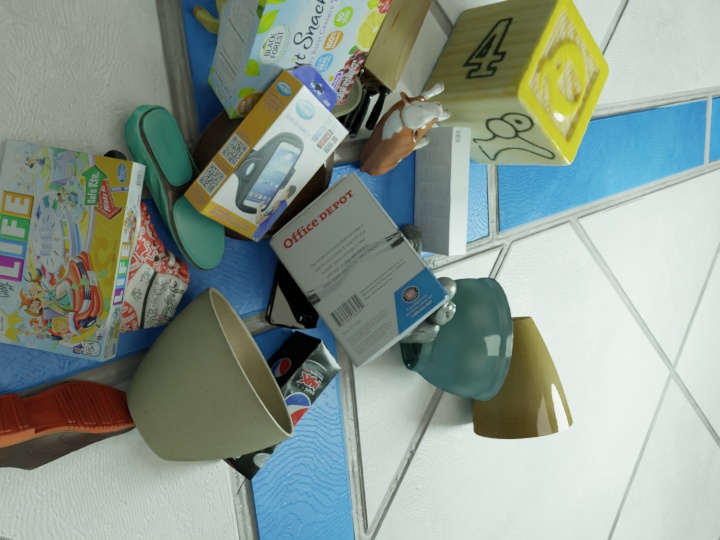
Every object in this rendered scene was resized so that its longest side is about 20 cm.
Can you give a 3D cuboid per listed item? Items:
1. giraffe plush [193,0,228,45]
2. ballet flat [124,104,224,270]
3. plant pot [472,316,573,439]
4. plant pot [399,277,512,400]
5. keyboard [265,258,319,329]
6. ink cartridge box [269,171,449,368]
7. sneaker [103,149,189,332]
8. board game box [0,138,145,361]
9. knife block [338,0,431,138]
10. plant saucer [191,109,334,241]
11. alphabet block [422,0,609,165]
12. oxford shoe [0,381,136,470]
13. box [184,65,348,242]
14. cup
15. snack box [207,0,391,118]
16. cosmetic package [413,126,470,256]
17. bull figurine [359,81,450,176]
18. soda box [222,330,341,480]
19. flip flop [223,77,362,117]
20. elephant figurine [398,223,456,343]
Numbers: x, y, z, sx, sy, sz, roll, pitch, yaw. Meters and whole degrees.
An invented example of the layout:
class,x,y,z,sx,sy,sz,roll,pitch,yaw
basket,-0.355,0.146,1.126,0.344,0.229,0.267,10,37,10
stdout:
class,x,y,z,sx,sy,sz,roll,pitch,yaw
giraffe plush,-0.085,-0.334,0.772,0.161,0.171,0.203,12,99,-49
ballet flat,-0.216,-0.096,0.746,0.067,0.070,0.202,-34,122,-30
plant pot,0.291,0.192,1.198,0.184,0.185,0.204,-6,89,-40
plant pot,0.143,0.106,1.043,0.132,0.200,0.204,6,95,-15
keyboard,-0.071,-0.014,0.926,0.103,0.040,0.203,14,90,-19
ink cartridge box,0.000,0.000,0.832,0.146,0.201,0.086,-38,169,7
sneaker,-0.251,-0.030,0.732,0.107,0.067,0.205,1,101,-43
board game box,-0.304,-0.020,0.651,0.132,0.034,0.203,10,92,2
knife block,0.027,-0.296,0.930,0.199,0.064,0.178,-27,116,-35
plant saucer,-0.114,-0.118,0.804,0.198,0.037,0.203,-19,130,-24
alphabet block,0.251,-0.301,1.039,0.195,0.199,0.199,35,75,-40
oxford shoe,-0.337,0.174,0.706,0.198,0.071,0.073,6,123,-45
box,-0.096,-0.133,0.730,0.200,0.041,0.119,-48,154,7
cup,-0.188,0.142,0.757,0.142,0.201,0.202,-29,120,-4
snack box,-0.061,-0.267,0.691,0.167,0.068,0.201,-18,155,-37
cosmetic package,0.133,-0.130,1.045,0.050,0.082,0.204,-9,104,-42
bull figurine,0.065,-0.203,0.909,0.121,0.200,0.066,-33,90,-33
soda box,-0.119,0.181,0.884,0.200,0.070,0.064,-49,127,-24
flip flop,-0.087,-0.208,0.821,0.197,0.058,0.082,-19,115,-11
elephant figurine,0.045,0.015,0.965,0.154,0.200,0.143,16,112,-37
